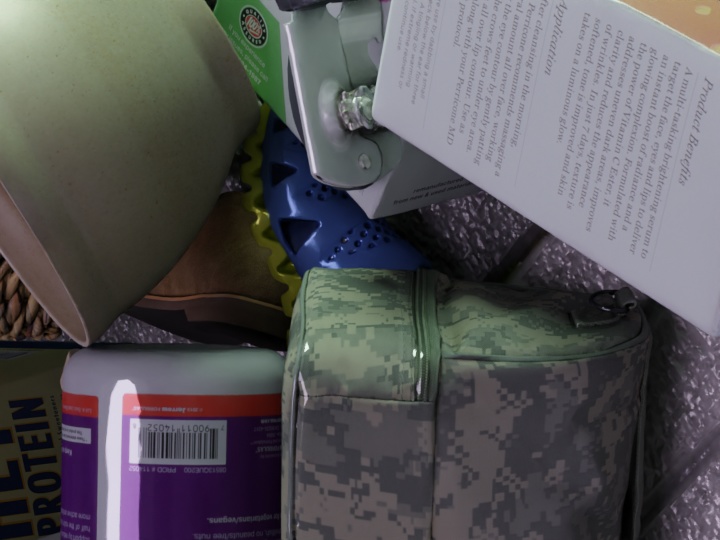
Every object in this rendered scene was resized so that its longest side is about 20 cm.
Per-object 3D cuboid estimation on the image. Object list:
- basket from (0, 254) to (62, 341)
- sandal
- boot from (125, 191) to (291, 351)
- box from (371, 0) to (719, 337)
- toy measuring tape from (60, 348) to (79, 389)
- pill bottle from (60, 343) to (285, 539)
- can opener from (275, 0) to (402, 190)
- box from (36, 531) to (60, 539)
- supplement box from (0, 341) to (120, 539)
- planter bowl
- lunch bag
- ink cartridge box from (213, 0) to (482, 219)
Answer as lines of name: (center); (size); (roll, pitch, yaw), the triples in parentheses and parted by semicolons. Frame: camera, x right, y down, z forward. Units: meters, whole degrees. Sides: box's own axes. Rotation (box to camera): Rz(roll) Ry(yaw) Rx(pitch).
basket: (-0.252, -0.065, 1.447); (0.200, 0.149, 0.143); (61, 143, 41)
sandal: (0.000, 0.000, 1.274); (0.087, 0.079, 0.200); (-7, 101, 35)
boot: (-0.085, -0.001, 1.390); (0.200, 0.074, 0.076); (2, 74, 55)
box: (0.130, -0.080, 1.021); (0.200, 0.152, 0.106); (34, 126, 37)
toy measuring tape: (-0.077, 0.103, 1.391); (0.200, 0.074, 0.074); (40, 131, 25)
pill bottle: (-0.090, 0.137, 1.236); (0.112, 0.112, 0.200); (2, 92, 49)
can opener: (-0.023, -0.131, 1.125); (0.066, 0.053, 0.200); (0, 102, 51)
box: (-0.145, 0.239, 1.422); (0.131, 0.199, 0.200); (53, 136, 22)
supplement box: (-0.256, 0.130, 1.515); (0.200, 0.200, 0.134); (-2, 102, 50)
planter bowl: (-0.134, -0.083, 1.224); (0.200, 0.135, 0.200); (51, 167, 16)
lunch bag: (0.050, 0.103, 1.182); (0.139, 0.167, 0.200); (-82, -6, -71)
ink cartridge box: (0.024, -0.148, 1.175); (0.145, 0.087, 0.200); (49, 133, 28)
